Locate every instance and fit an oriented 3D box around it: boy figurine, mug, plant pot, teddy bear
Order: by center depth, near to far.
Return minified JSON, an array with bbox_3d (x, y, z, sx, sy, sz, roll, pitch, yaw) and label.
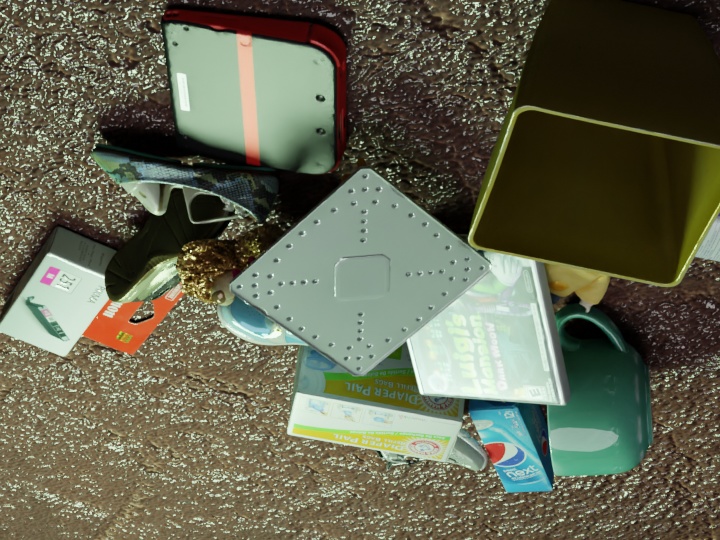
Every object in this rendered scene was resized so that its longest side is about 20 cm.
[{"bbox_3d":[0.217,-0.129,1.429,0.197,0.178,0.201,12,145,-3],"label":"plant pot"},{"bbox_3d":[-0.094,-0.005,1.707,0.198,0.068,0.145,-6,164,-36],"label":"teddy bear"},{"bbox_3d":[0.217,0.005,1.715,0.124,0.065,0.199,37,139,-30],"label":"boy figurine"},{"bbox_3d":[0.270,0.144,1.819,0.113,0.153,0.186,-3,143,10],"label":"mug"}]

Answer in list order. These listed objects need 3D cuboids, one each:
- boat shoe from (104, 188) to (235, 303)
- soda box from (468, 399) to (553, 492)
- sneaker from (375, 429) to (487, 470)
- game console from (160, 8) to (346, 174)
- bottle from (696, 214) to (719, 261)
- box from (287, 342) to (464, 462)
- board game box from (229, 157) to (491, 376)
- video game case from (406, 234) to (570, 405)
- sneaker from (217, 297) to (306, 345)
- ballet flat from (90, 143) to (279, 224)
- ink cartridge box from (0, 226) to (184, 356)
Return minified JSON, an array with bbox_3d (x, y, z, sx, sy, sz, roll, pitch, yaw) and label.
[{"bbox_3d":[-0.199,-0.028,1.760,0.200,0.072,0.066,-38,151,31],"label":"boat shoe"},{"bbox_3d":[0.187,0.194,1.978,0.063,0.068,0.201,-5,142,18],"label":"soda box"},{"bbox_3d":[0.059,0.213,1.990,0.198,0.083,0.075,19,165,8],"label":"sneaker"},{"bbox_3d":[-0.100,-0.172,1.572,0.175,0.031,0.201,10,144,7],"label":"game console"},{"bbox_3d":[0.328,-0.054,1.605,0.197,0.066,0.084,10,144,-2],"label":"bottle"},{"bbox_3d":[0.022,0.140,1.901,0.197,0.114,0.102,10,145,-4],"label":"box"},{"bbox_3d":[0.000,0.000,1.650,0.200,0.026,0.199,-40,126,21],"label":"board game box"},{"bbox_3d":[0.124,0.053,1.738,0.180,0.023,0.202,2,121,31],"label":"video game case"},{"bbox_3d":[-0.053,0.046,1.785,0.197,0.081,0.130,8,171,-14],"label":"sneaker"},{"bbox_3d":[-0.184,-0.085,1.658,0.197,0.075,0.075,8,145,5],"label":"ballet flat"},{"bbox_3d":[-0.315,0.043,1.899,0.172,0.044,0.200,24,142,-18],"label":"ink cartridge box"}]
